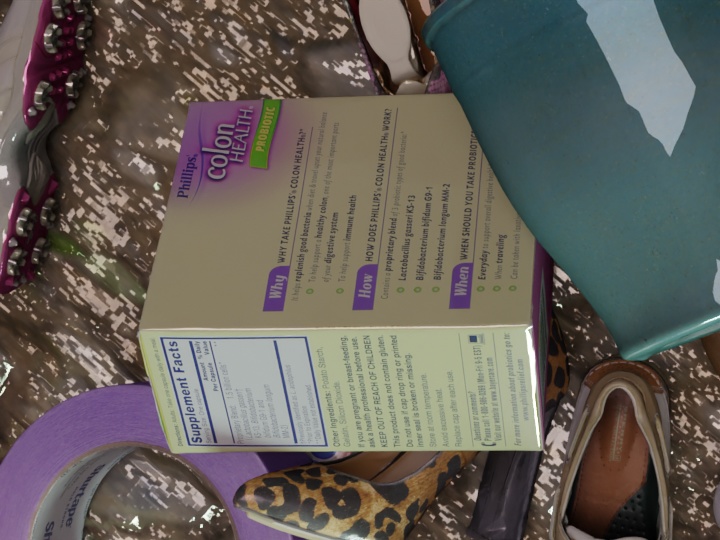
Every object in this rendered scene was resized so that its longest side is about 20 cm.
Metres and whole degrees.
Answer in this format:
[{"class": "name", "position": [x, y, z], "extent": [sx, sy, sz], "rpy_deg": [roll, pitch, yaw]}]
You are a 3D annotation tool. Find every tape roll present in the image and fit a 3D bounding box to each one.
[{"class": "tape roll", "position": [-0.115, 0.163, 1.272], "extent": [0.199, 0.066, 0.201], "rpy_deg": [0, 91, 21]}]

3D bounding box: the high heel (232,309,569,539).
[{"class": "high heel", "position": [0.024, 0.075, 1.205], "extent": [0.071, 0.199, 0.143], "rpy_deg": [22, 103, 52]}]

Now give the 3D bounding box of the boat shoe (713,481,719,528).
[{"class": "boat shoe", "position": [0.282, 0.161, 1.197], "extent": [0.199, 0.069, 0.057], "rpy_deg": [17, 134, 17]}]

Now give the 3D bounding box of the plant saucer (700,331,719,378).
[{"class": "plant saucer", "position": [0.260, 0.031, 1.162], "extent": [0.199, 0.035, 0.201], "rpy_deg": [15, 124, 23]}]

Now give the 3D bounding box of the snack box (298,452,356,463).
[{"class": "snack box", "position": [-0.013, 0.153, 1.283], "extent": [0.072, 0.024, 0.201], "rpy_deg": [14, 95, 14]}]

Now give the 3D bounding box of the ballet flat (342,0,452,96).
[{"class": "ballet flat", "position": [0.009, -0.174, 1.244], "extent": [0.069, 0.071, 0.201], "rpy_deg": [-20, 87, 14]}]

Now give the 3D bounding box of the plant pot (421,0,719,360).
[{"class": "plant pot", "position": [0.155, -0.066, 1.079], "extent": [0.199, 0.200, 0.189], "rpy_deg": [-23, 82, 13]}]

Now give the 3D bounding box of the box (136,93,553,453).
[{"class": "box", "position": [0.000, 0.000, 1.184], "extent": [0.199, 0.176, 0.097], "rpy_deg": [-1, 135, 8]}]

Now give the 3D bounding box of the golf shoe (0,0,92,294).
[{"class": "golf shoe", "position": [-0.214, -0.091, 1.299], "extent": [0.091, 0.075, 0.201], "rpy_deg": [15, 94, 16]}]

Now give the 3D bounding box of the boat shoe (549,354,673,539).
[{"class": "boat shoe", "position": [0.133, 0.148, 1.226], "extent": [0.074, 0.068, 0.201], "rpy_deg": [1, 94, 11]}]
